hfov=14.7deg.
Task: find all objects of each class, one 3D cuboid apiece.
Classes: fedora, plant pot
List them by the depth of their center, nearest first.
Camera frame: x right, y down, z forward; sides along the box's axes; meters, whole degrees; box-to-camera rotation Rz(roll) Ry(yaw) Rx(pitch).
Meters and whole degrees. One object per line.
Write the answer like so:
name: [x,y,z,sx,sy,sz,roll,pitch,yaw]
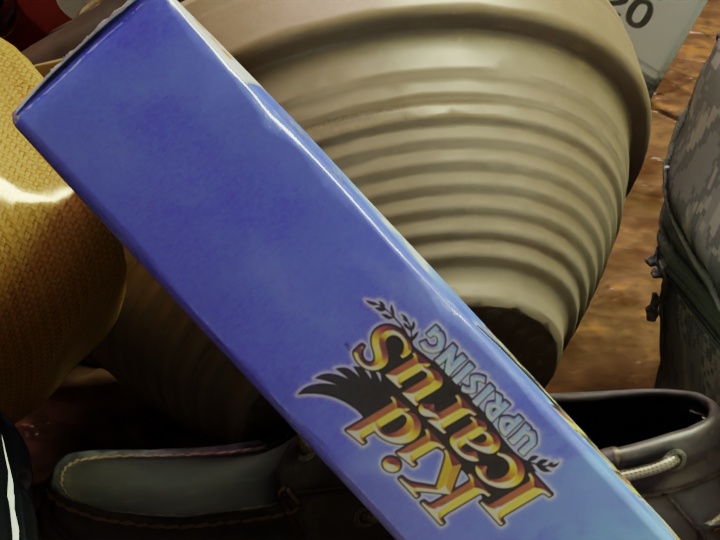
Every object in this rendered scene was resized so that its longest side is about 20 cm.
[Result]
fedora: [-0.119,-0.010,0.764,0.082,0.201,0.200,-24,30,-21]
plant pot: [0.000,0.000,0.838,0.200,0.201,0.093,-5,59,-21]

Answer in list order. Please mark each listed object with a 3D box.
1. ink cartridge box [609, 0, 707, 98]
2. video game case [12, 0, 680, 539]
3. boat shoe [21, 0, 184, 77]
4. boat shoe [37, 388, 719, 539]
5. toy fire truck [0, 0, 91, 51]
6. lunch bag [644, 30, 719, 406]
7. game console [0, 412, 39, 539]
ink cartridge box: [0.034,-0.094,0.948,0.145,0.200,0.085,27,22,-3]
video game case: [0.012,0.028,0.651,0.200,0.045,0.181,47,1,1]
boat shoe: [-0.065,-0.057,0.895,0.200,0.071,0.070,-31,10,16]
boat shoe: [0.009,0.056,0.782,0.199,0.074,0.075,1,21,-6]
toy fire truck: [-0.127,-0.117,1.106,0.199,0.168,0.112,9,53,10]
lunch bag: [0.167,-0.005,0.832,0.139,0.168,0.200,0,21,-8]
game console: [-0.139,0.116,0.516,0.176,0.031,0.201,-3,60,-13]
